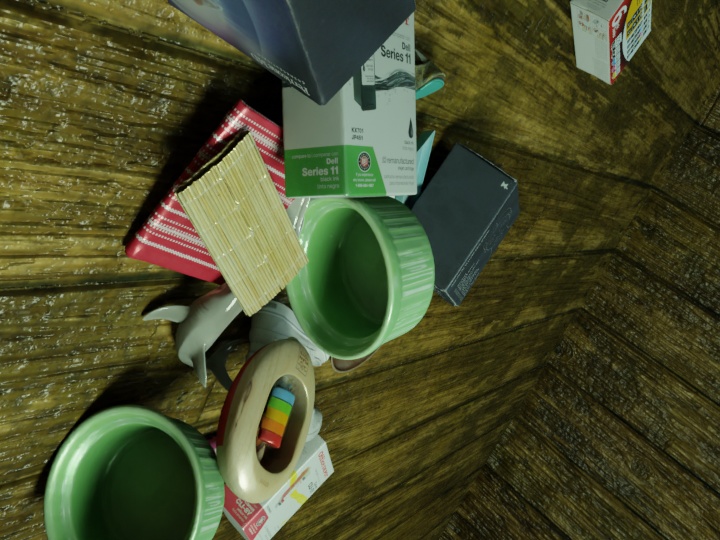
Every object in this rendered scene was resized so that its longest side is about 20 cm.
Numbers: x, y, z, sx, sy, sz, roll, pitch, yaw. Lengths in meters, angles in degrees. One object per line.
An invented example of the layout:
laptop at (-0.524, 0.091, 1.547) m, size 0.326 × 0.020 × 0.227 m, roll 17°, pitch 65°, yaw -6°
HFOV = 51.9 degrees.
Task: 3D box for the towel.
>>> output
towel at (-0.139, -0.072, 0.775) m, size 0.201 × 0.023 × 0.143 m, roll -48°, pitch 146°, yaw 14°

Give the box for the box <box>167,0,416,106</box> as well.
box at (-0.078, -0.257, 0.516) m, size 0.124 × 0.199 × 0.199 m, roll -47°, pitch 153°, yaw -12°

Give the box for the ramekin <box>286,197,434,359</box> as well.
ramekin at (0.000, 0.000, 0.931) m, size 0.096 × 0.200 × 0.204 m, roll -12°, pitch 133°, yaw -43°

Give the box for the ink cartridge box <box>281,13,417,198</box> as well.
ink cartridge box at (-0.009, -0.179, 0.761) m, size 0.145 × 0.081 × 0.206 m, roll -10°, pitch 100°, yaw -55°

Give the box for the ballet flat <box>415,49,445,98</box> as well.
ballet flat at (0.055, -0.241, 0.915) m, size 0.200 × 0.070 × 0.072 m, roll -41°, pitch 157°, yaw -60°

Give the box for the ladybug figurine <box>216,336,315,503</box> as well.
ladybug figurine at (-0.118, 0.176, 0.902) m, size 0.136 × 0.070 × 0.204 m, roll 49°, pitch 52°, yaw -44°

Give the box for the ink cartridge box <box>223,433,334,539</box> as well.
ink cartridge box at (-0.145, 0.371, 1.296) m, size 0.200 × 0.083 × 0.147 m, roll -43°, pitch 152°, yaw -22°

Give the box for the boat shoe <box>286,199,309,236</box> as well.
boat shoe at (-0.103, -0.054, 0.872) m, size 0.061 × 0.072 × 0.204 m, roll -87°, pitch -164°, yaw -68°

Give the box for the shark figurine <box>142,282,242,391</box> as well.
shark figurine at (-0.186, 0.102, 0.882) m, size 0.125 × 0.091 × 0.216 m, roll -13°, pitch 151°, yaw -21°

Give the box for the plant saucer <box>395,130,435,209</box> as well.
plant saucer at (0.073, -0.122, 1.110) m, size 0.070 × 0.019 × 0.202 m, roll -53°, pitch 165°, yaw -31°

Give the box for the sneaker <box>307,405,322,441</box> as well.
sneaker at (-0.097, 0.210, 1.196) m, size 0.117 × 0.073 × 0.199 m, roll -55°, pitch 153°, yaw 9°

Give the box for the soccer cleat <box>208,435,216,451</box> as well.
soccer cleat at (-0.243, 0.306, 1.045) m, size 0.198 × 0.086 × 0.071 m, roll -20°, pitch 139°, yaw -50°

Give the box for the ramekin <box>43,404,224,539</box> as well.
ramekin at (-0.254, 0.262, 0.859) m, size 0.202 × 0.199 × 0.098 m, roll -52°, pitch 162°, yaw -2°

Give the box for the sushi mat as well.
sushi mat at (-0.116, -0.041, 0.767) m, size 0.095 × 0.012 × 0.202 m, roll -43°, pitch 143°, yaw -18°

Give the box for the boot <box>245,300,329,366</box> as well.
boot at (-0.106, 0.123, 1.044) m, size 0.200 × 0.072 × 0.098 m, roll 49°, pitch 50°, yaw -56°

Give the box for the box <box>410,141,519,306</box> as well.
box at (0.157, -0.067, 1.203) m, size 0.202 × 0.123 × 0.197 m, roll -55°, pitch 166°, yaw -1°

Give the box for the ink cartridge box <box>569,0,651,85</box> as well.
ink cartridge box at (0.460, -0.468, 1.314) m, size 0.177 × 0.083 × 0.200 m, roll -53°, pitch 154°, yaw -2°

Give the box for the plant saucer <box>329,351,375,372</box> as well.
plant saucer at (0.008, 0.081, 1.262) m, size 0.200 × 0.036 × 0.203 m, roll -41°, pitch 152°, yaw -27°

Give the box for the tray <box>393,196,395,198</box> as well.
tray at (-0.028, -0.044, 1.064) m, size 0.202 × 0.022 × 0.107 m, roll -56°, pitch 155°, yaw 2°
